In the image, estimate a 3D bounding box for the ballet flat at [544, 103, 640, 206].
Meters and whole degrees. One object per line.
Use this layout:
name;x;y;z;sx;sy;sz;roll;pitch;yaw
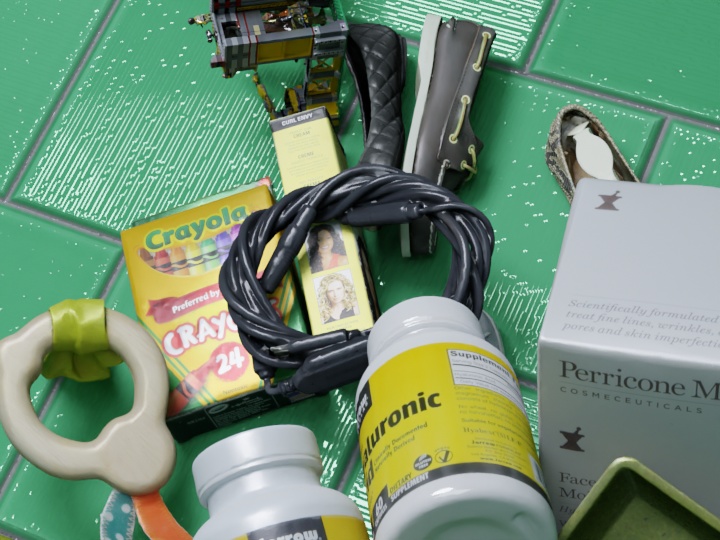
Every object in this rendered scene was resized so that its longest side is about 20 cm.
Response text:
ballet flat;0.192;-0.042;1.181;0.067;0.075;0.201;-25;63;-2

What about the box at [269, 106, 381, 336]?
box;-0.023;-0.021;1.217;0.050;0.075;0.201;-15;64;5

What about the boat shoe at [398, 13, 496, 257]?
boat shoe;0.067;-0.105;1.238;0.060;0.072;0.203;7;74;3

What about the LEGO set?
LEGO set;-0.087;-0.205;1.273;0.115;0.154;0.201;-9;69;-12

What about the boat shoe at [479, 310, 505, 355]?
boat shoe;0.055;0.099;1.130;0.074;0.065;0.203;0;50;27

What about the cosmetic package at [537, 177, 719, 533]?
cosmetic package;0.208;0.071;1.030;0.164;0.201;0.166;6;42;15

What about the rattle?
rattle;-0.191;0.129;1.168;0.130;0.143;0.201;-32;86;-33

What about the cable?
cable;0.000;0.000;1.140;0.199;0.051;0.164;-23;58;4

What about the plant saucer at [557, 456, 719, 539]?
plant saucer;0.188;0.239;0.982;0.199;0.048;0.200;35;106;4

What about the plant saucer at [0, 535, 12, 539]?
plant saucer;-0.325;0.273;1.142;0.199;0.048;0.201;15;69;17

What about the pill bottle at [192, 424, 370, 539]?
pill bottle;-0.041;0.200;0.947;0.111;0.112;0.201;-18;65;2

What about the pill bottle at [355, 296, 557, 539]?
pill bottle;0.054;0.109;1.005;0.110;0.112;0.201;-15;37;4

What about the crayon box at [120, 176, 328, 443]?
crayon box;-0.111;0.018;1.228;0.126;0.051;0.201;-19;62;3

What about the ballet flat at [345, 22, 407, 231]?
ballet flat;0.006;-0.113;1.253;0.056;0.067;0.201;7;53;-7
